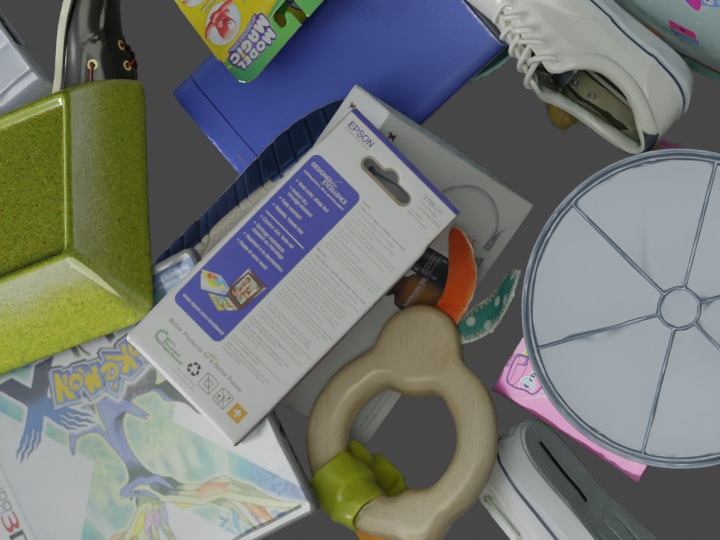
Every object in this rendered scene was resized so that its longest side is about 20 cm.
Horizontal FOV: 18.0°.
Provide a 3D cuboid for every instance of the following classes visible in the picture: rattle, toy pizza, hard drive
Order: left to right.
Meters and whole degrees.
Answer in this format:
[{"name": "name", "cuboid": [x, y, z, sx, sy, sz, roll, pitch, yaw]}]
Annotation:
[{"name": "hard drive", "cuboid": [-0.015, -0.135, 1.521, 0.200, 0.025, 0.132, -42, 87, 22]}, {"name": "rattle", "cuboid": [0.053, 0.089, 1.494, 0.130, 0.143, 0.201, 7, 70, 35]}, {"name": "toy pizza", "cuboid": [0.201, 0.024, 1.436, 0.199, 0.032, 0.202, 0, 89, 8]}]

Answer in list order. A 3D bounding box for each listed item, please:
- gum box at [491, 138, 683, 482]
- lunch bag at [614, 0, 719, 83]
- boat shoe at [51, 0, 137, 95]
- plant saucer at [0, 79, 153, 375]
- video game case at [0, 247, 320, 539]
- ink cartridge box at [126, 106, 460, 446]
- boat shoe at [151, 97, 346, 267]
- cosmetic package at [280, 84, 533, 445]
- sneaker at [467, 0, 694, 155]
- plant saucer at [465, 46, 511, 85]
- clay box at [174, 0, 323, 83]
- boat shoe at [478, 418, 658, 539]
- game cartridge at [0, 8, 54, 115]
[{"name": "gum box", "cuboid": [0.188, 0.022, 1.488, 0.113, 0.066, 0.201, 32, 95, 8]}, {"name": "lunch bag", "cuboid": [0.263, -0.170, 1.420, 0.199, 0.170, 0.122, 32, 83, 10]}, {"name": "boat shoe", "cuboid": [-0.180, -0.136, 1.559, 0.063, 0.074, 0.203, 11, 95, 6]}, {"name": "plant saucer", "cuboid": [-0.233, -0.029, 1.461, 0.199, 0.048, 0.201, -20, 50, 17]}, {"name": "video game case", "cuboid": [-0.151, 0.111, 1.430, 0.199, 0.022, 0.183, -27, 85, 9]}, {"name": "ink cartridge box", "cuboid": [-0.040, 0.004, 1.393, 0.095, 0.037, 0.200, 44, 88, 3]}, {"name": "boat shoe", "cuboid": [-0.055, -0.032, 1.513, 0.200, 0.072, 0.072, -41, 110, 15]}, {"name": "cosmetic package", "cuboid": [0.000, 0.000, 1.484, 0.201, 0.150, 0.052, -56, 39, 7]}, {"name": "sneaker", "cuboid": [0.121, -0.151, 1.441, 0.199, 0.073, 0.071, 35, 52, 0]}, {"name": "plant saucer", "cuboid": [0.041, -0.220, 1.519, 0.199, 0.036, 0.201, 3, 102, 17]}, {"name": "clay box", "cuboid": [-0.081, -0.222, 1.507, 0.115, 0.048, 0.200, -47, 60, 18]}, {"name": "boat shoe", "cuboid": [0.150, 0.190, 1.504, 0.067, 0.073, 0.200, -39, 84, 37]}, {"name": "game cartridge", "cuboid": [-0.322, -0.165, 1.604, 0.133, 0.041, 0.200, -39, 83, 12]}]
